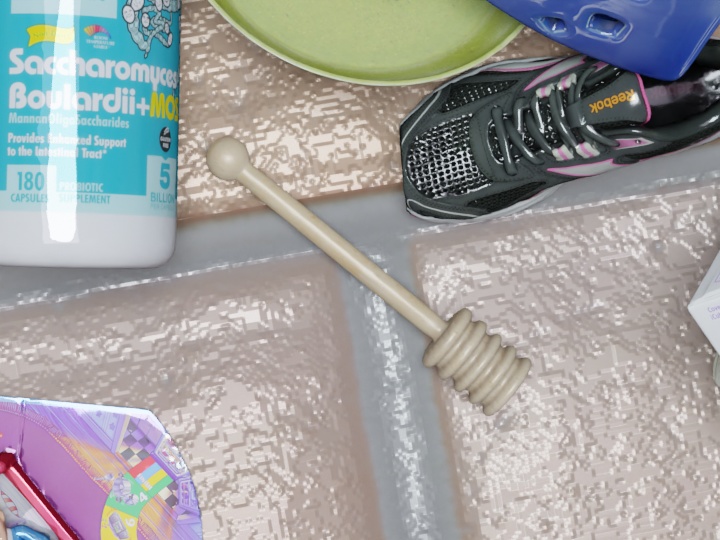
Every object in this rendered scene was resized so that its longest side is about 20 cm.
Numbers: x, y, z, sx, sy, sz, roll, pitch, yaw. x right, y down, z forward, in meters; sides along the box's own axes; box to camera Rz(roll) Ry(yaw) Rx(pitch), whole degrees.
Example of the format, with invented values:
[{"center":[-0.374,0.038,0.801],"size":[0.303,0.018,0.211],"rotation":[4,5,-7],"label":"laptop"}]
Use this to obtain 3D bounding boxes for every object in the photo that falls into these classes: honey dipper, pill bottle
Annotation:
[{"center":[0.000,0.000,0.812],"size":[0.200,0.038,0.038],"rotation":[38,87,-3],"label":"honey dipper"},{"center":[-0.141,-0.102,0.759],"size":[0.110,0.111,0.202],"rotation":[1,91,-6],"label":"pill bottle"}]

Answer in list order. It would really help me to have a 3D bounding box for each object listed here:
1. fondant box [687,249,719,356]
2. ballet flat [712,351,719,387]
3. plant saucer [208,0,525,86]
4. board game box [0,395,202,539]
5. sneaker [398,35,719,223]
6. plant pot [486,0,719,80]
[{"center":[0.257,0.043,0.773],"size":[0.200,0.058,0.144],"rotation":[52,48,-14],"label":"fondant box"},{"center":[0.221,0.066,0.822],"size":[0.074,0.074,0.201],"rotation":[-23,89,-5],"label":"ballet flat"},{"center":[-0.001,-0.176,0.785],"size":[0.198,0.031,0.201],"rotation":[4,69,-12],"label":"plant saucer"},{"center":[-0.179,0.144,0.792],"size":[0.198,0.039,0.159],"rotation":[6,90,-5],"label":"board game box"},{"center":[0.112,-0.082,0.796],"size":[0.199,0.086,0.081],"rotation":[-21,91,-4],"label":"sneaker"},{"center":[0.098,-0.232,0.707],"size":[0.178,0.200,0.201],"rotation":[13,62,-6],"label":"plant pot"}]
